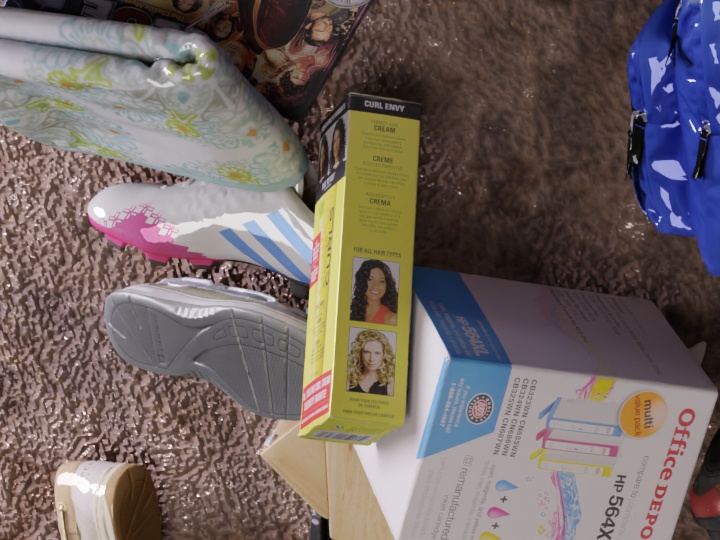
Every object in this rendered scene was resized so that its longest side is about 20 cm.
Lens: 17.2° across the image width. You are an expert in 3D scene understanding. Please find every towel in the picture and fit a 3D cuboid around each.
[{"bbox_3d":[-0.147,-0.104,1.438,0.199,0.171,0.048,9,77,21],"label":"towel"}]

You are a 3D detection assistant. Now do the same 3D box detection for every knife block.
[{"bbox_3d":[0.032,0.141,1.575,0.176,0.064,0.200,44,122,-9],"label":"knife block"}]

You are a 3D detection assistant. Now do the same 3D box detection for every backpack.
[{"bbox_3d":[0.233,-0.109,1.313,0.167,0.163,0.201,7,121,19],"label":"backpack"}]

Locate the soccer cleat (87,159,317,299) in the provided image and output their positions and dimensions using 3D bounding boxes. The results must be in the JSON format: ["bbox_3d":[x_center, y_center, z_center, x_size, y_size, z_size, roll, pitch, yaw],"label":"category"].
[{"bbox_3d":[-0.074,-0.041,1.522,0.199,0.070,0.087,14,112,5],"label":"soccer cleat"}]

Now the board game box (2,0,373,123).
[{"bbox_3d":[-0.098,-0.177,1.420,0.199,0.035,0.136,19,132,-15],"label":"board game box"}]

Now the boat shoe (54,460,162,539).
[{"bbox_3d":[-0.180,0.218,1.704,0.069,0.074,0.201,13,122,26],"label":"boat shoe"}]

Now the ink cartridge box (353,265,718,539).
[{"bbox_3d":[0.115,0.091,1.446,0.199,0.125,0.129,7,113,-17],"label":"ink cartridge box"}]

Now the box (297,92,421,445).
[{"bbox_3d":[0.000,0.000,1.430,0.050,0.201,0.075,7,166,-15],"label":"box"}]

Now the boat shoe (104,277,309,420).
[{"bbox_3d":[-0.074,0.043,1.527,0.201,0.065,0.075,11,118,37],"label":"boat shoe"}]

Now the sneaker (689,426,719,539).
[{"bbox_3d":[0.251,0.063,1.405,0.098,0.071,0.201,41,86,-22],"label":"sneaker"}]
